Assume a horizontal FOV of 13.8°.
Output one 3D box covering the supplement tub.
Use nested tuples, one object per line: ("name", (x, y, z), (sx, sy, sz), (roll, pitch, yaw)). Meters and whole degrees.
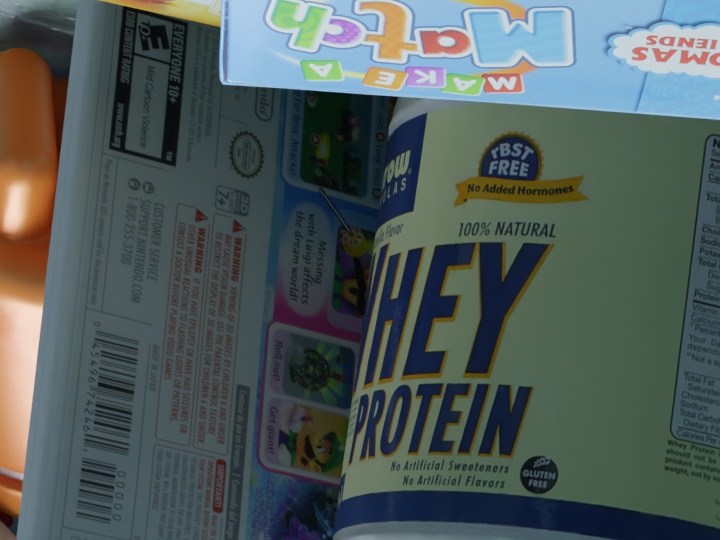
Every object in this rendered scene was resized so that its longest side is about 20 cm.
("supplement tub", (0.073, 0.013, 0.887), (0.144, 0.201, 0.145), (8, 166, 2))

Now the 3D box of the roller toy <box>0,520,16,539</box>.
("roller toy", (-0.207, 0.137, 1.120), (0.199, 0.140, 0.183), (30, 152, 7))

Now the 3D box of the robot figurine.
("robot figurine", (-0.106, 0.012, 1.077), (0.116, 0.144, 0.201), (37, 143, 27))

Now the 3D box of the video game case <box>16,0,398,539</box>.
("video game case", (-0.014, 0.016, 0.953), (0.181, 0.201, 0.024), (15, 155, -24))

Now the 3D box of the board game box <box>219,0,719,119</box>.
("board game box", (0.044, -0.103, 0.673), (0.150, 0.037, 0.200), (4, 150, -1))

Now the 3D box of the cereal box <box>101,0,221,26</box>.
("cereal box", (-0.036, -0.113, 0.786), (0.143, 0.040, 0.200), (11, 166, -15))

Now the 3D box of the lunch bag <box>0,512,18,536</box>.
("lunch bag", (-0.138, 0.067, 1.244), (0.199, 0.161, 0.082), (31, 172, 2))
